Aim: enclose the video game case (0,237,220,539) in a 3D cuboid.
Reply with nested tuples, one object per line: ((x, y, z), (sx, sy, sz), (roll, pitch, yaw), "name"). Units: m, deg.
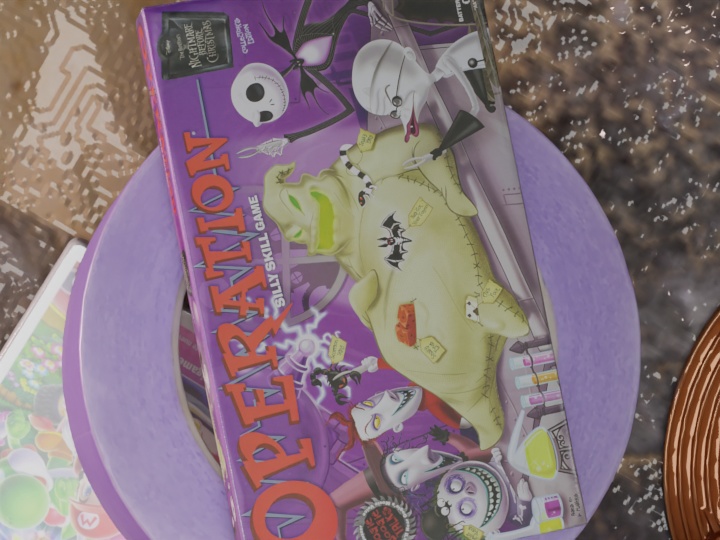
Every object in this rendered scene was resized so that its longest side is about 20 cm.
((-0.101, 0.109, 1.050), (0.143, 0.018, 0.200), (32, 94, -7), "video game case")

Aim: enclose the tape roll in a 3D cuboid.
((-0.005, 0.030, 0.991), (0.199, 0.085, 0.201), (1, 85, -10), "tape roll")

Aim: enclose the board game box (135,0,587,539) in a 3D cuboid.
((0.000, 0.000, 0.940), (0.120, 0.032, 0.201), (-11, 87, -7), "board game box")

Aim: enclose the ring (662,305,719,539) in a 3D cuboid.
((0.216, 0.075, 1.064), (0.200, 0.019, 0.201), (0, 97, -4), "ring")
